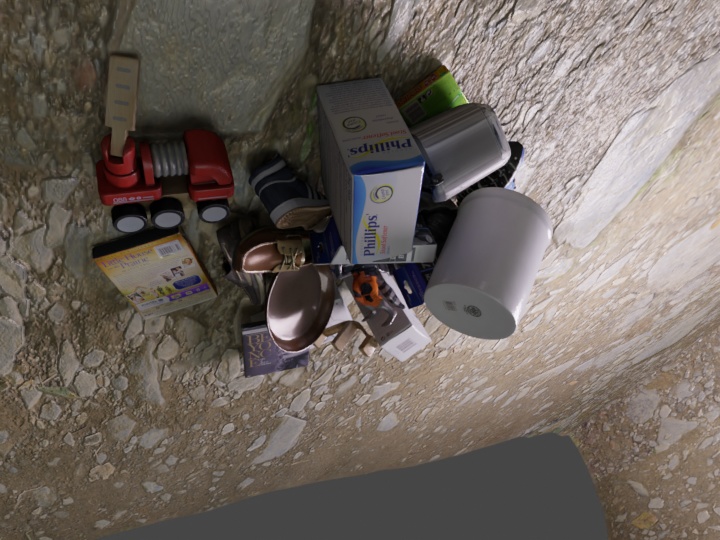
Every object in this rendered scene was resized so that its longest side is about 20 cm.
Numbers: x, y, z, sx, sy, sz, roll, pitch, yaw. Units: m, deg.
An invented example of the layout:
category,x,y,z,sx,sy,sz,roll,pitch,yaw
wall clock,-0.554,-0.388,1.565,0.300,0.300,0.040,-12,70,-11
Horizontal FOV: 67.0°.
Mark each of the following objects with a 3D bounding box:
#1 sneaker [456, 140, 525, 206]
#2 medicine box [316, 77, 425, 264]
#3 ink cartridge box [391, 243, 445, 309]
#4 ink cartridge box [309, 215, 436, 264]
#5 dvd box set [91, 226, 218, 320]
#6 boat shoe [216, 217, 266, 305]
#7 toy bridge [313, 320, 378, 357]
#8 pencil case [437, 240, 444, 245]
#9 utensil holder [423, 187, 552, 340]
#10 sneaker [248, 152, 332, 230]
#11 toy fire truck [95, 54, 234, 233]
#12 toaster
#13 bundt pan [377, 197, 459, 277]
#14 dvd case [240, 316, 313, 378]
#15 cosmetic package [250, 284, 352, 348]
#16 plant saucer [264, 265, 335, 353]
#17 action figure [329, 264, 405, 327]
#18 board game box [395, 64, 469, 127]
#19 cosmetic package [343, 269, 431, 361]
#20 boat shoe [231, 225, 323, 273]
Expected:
category,x,y,z,sx,sy,sz,roll,pitch,yaw
sneaker,0.250,-0.174,1.014,0.089,0.079,0.200,-34,166,-27
medicine box,0.008,-0.146,0.804,0.102,0.201,0.183,-13,144,-11
ink cartridge box,0.167,-0.002,1.038,0.199,0.100,0.039,-19,145,-8
ink cartridge box,0.017,-0.052,0.902,0.199,0.100,0.039,-3,126,-10
dvd box set,-0.352,0.007,0.955,0.146,0.029,0.200,-19,145,-5
boat shoe,-0.214,-0.013,0.982,0.073,0.075,0.201,-7,134,-5
toy bridge,-0.032,0.134,1.123,0.027,0.200,0.067,51,62,-26
pencil case,0.191,0.004,1.207,0.086,0.078,0.201,-17,145,-20
utensil holder,0.215,-0.009,0.915,0.169,0.201,0.170,21,151,12
sneaker,-0.109,-0.127,0.893,0.070,0.109,0.200,-38,172,17
toy fire truck,-0.264,-0.164,0.724,0.175,0.129,0.200,-9,153,-19
toaster,0.133,-0.179,0.811,0.129,0.200,0.114,-29,104,0
bundt pan,0.107,-0.078,1.055,0.201,0.076,0.202,-15,145,-11
dvd case,-0.182,0.167,1.187,0.148,0.016,0.201,-9,141,-16
cosmetic package,-0.123,0.118,1.212,0.199,0.052,0.151,-22,142,0
plant saucer,-0.121,0.060,1.061,0.032,0.201,0.200,11,162,34
action figure,0.000,0.000,1.018,0.104,0.194,0.200,-22,-173,-4
board game box,0.145,-0.242,0.905,0.095,0.030,0.200,-34,141,17
cosmetic package,0.050,0.074,1.115,0.081,0.200,0.113,-35,145,10
boat shoe,-0.126,-0.035,0.925,0.200,0.074,0.076,-22,130,-52
